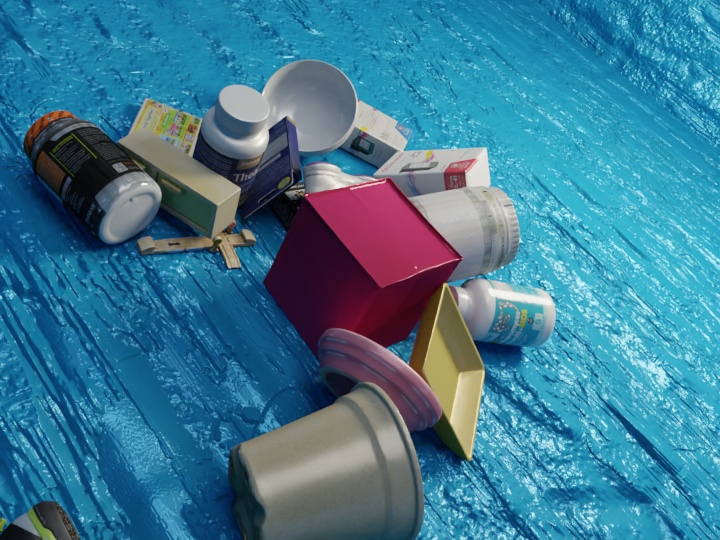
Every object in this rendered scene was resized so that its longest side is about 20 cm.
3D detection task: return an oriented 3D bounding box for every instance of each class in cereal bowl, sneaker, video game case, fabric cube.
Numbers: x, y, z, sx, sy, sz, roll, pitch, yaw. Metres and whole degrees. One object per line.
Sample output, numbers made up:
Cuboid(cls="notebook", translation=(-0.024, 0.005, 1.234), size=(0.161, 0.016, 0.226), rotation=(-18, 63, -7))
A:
Cuboid(cls="cereal bowl", translation=(-0.103, -0.324, 1.418), size=(0.199, 0.083, 0.201), rotation=(0, 79, 2))
Cuboid(cls="sneaker", translation=(-0.027, -0.128, 1.244), size=(0.199, 0.075, 0.100), rotation=(10, 75, -41))
Cuboid(cls="sneaker", translation=(-0.302, 0.327, 0.682), size=(0.083, 0.072, 0.200), rotation=(-29, 64, -21))
Cuboid(cls="video game case", translation=(-0.331, -0.227, 1.267), size=(0.181, 0.023, 0.201), rotation=(18, 42, -15))
Cuboid(cls="fabric cube", translation=(0.000, 0.000, 1.095), size=(0.199, 0.200, 0.196), rotation=(-17, 57, -42))

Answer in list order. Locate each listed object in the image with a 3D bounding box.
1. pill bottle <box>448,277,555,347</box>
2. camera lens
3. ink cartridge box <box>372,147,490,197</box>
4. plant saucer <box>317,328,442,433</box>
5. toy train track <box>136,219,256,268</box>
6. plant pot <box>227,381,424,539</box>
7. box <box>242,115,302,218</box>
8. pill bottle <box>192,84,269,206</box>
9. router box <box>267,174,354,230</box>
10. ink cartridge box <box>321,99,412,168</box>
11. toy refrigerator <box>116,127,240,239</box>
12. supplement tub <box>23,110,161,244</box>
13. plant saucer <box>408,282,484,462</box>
Cuboid(cls="pill bottle", translation=(0.241, 0.075, 1.237), size=(0.199, 0.111, 0.111), rotation=(9, 44, -23))
Cuboid(cls="camera lens", translation=(0.158, -0.060, 1.220), size=(0.199, 0.160, 0.160), rotation=(-12, 53, -18))
Cuboid(cls="ink cartridge box", translation=(0.145, -0.183, 1.389), size=(0.199, 0.086, 0.148), rotation=(3, 30, 26))
Cuboid(cls="plant saucer", translation=(0.016, 0.163, 0.956), size=(0.200, 0.201, 0.051), rotation=(36, 67, 6))
Cuboid(cls="toy train track", translation=(-0.259, -0.052, 1.117), size=(0.199, 0.033, 0.115), rotation=(-8, 53, -36))
Cuboid(cls="plant pot", translation=(-0.053, 0.252, 0.821), size=(0.183, 0.201, 0.201), rotation=(-10, 53, -25))
Cuboid(cls="box", translation=(-0.164, -0.182, 1.249), size=(0.032, 0.121, 0.201), rotation=(40, 28, -38))
Cuboid(cls="pill bottle", translation=(-0.215, -0.202, 1.139), size=(0.110, 0.200, 0.111), rotation=(14, 50, -17))
Cuboid(cls="router box", translation=(-0.050, -0.105, 1.290), size=(0.199, 0.051, 0.149), rotation=(-14, 55, -41))
Cuboid(cls="ink cartridge box", translation=(0.005, -0.311, 1.529), size=(0.199, 0.067, 0.116), rotation=(28, 39, -3))
Cuboid(cls="toy refrigerator", translation=(-0.298, -0.140, 1.112), size=(0.199, 0.076, 0.070), rotation=(33, 43, 9))
Cuboid(cls="supplement tub", translation=(-0.411, -0.145, 1.050), size=(0.200, 0.123, 0.122), rotation=(43, 41, 14))
Cuboid(cls="plant saucer", translation=(0.130, 0.157, 1.064), size=(0.201, 0.048, 0.200), rotation=(62, 30, -29))
